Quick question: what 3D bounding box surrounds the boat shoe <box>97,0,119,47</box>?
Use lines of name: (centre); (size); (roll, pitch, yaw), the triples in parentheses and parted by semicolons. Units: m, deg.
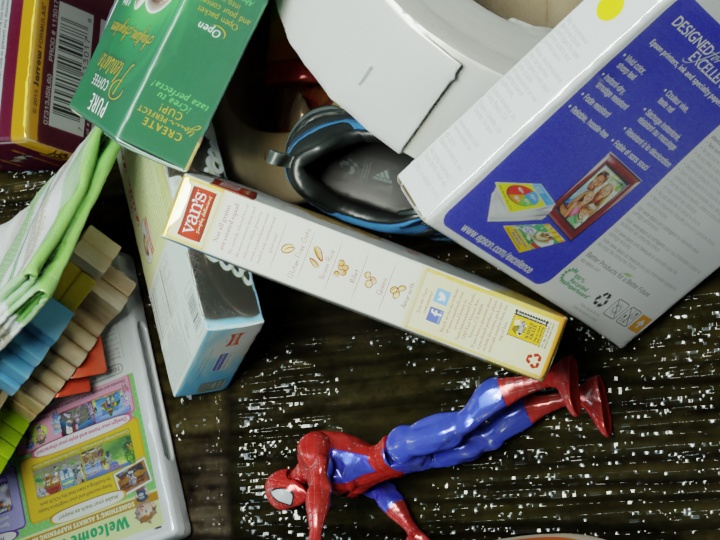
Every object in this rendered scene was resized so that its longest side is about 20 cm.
boat shoe: (-0.097, -0.185, 1.086); (0.066, 0.072, 0.200); (20, 83, 48)

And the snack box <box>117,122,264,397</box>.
snack box: (-0.106, -0.039, 1.126); (0.037, 0.116, 0.200); (-9, 71, -19)

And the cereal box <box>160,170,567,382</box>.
cereal box: (0.000, 0.000, 0.990); (0.200, 0.144, 0.040); (22, 92, -3)

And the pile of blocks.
pile of blocks: (-0.196, 0.069, 1.148); (0.062, 0.082, 0.200); (36, 105, -12)

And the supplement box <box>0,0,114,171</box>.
supplement box: (-0.262, -0.124, 1.240); (0.200, 0.086, 0.111); (0, 81, 29)

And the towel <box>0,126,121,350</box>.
towel: (-0.204, -0.008, 1.134); (0.200, 0.031, 0.149); (-39, 26, 50)

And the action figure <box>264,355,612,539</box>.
action figure: (0.035, 0.119, 1.038); (0.200, 0.065, 0.099); (-16, 61, 26)

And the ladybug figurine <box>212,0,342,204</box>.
ladybug figurine: (-0.025, -0.133, 1.117); (0.136, 0.072, 0.200); (4, 83, 30)

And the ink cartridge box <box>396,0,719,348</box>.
ink cartridge box: (0.147, -0.065, 0.935); (0.200, 0.198, 0.047); (-43, 50, 14)

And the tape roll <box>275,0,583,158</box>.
tape roll: (0.058, -0.140, 0.993); (0.203, 0.202, 0.071); (60, 136, 24)

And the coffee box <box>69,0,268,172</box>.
coffee box: (-0.079, -0.155, 0.984); (0.200, 0.044, 0.123); (-64, 24, 2)

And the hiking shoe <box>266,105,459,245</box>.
hiking shoe: (0.053, -0.038, 1.018); (0.200, 0.087, 0.075); (7, 103, 4)

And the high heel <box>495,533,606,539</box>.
high heel: (0.055, 0.206, 1.032); (0.200, 0.067, 0.096); (-19, 101, 21)

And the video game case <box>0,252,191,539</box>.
video game case: (-0.208, 0.107, 1.204); (0.200, 0.022, 0.182); (-22, 71, 23)
